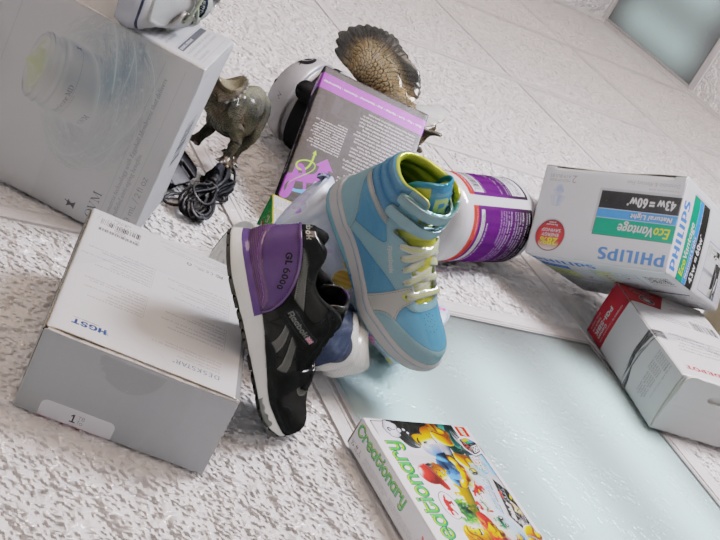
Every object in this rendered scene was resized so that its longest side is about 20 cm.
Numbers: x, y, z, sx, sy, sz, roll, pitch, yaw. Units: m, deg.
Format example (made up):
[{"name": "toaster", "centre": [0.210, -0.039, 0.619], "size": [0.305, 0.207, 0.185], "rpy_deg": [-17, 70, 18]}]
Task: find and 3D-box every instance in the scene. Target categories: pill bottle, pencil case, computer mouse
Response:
[{"name": "pill bottle", "centre": [0.148, -0.067, 1.491], "size": [0.199, 0.113, 0.112], "rpy_deg": [2, 36, -48]}, {"name": "pencil case", "centre": [0.000, 0.000, 1.165], "size": [0.200, 0.083, 0.091], "rpy_deg": [49, 10, -6]}, {"name": "computer mouse", "centre": [-0.230, -0.137, 1.278], "size": [0.199, 0.053, 0.139], "rpy_deg": [30, 25, -1]}]

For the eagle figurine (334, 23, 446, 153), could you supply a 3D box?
[{"name": "eagle figurine", "centre": [0.017, -0.245, 1.649], "size": [0.201, 0.150, 0.152], "rpy_deg": [55, 7, -11]}]

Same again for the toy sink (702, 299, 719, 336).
[{"name": "toy sink", "centre": [0.548, 0.123, 1.550], "size": [0.199, 0.131, 0.112], "rpy_deg": [23, 25, -17]}]

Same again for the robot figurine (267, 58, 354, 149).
[{"name": "robot figurine", "centre": [-0.029, -0.190, 1.513], "size": [0.200, 0.151, 0.125], "rpy_deg": [37, 49, 15]}]

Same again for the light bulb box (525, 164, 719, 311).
[{"name": "light bulb box", "centre": [0.350, -0.041, 1.502], "size": [0.197, 0.126, 0.200], "rpy_deg": [9, -10, 36]}]

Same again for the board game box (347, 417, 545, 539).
[{"name": "board game box", "centre": [0.084, 0.207, 0.982], "size": [0.126, 0.035, 0.200], "rpy_deg": [10, 31, -37]}]

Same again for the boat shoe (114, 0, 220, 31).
[{"name": "boat shoe", "centre": [-0.165, -0.256, 1.062], "size": [0.066, 0.074, 0.200], "rpy_deg": [25, 24, -5]}]

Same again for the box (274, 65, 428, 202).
[{"name": "box", "centre": [-0.013, -0.127, 1.381], "size": [0.142, 0.036, 0.201], "rpy_deg": [24, 64, -12]}]

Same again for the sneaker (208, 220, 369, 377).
[{"name": "sneaker", "centre": [-0.062, 0.038, 1.123], "size": [0.146, 0.081, 0.200], "rpy_deg": [41, -2, -30]}]

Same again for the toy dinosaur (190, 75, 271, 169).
[{"name": "toy dinosaur", "centre": [-0.135, -0.172, 1.316], "size": [0.077, 0.103, 0.200], "rpy_deg": [38, 10, 22]}]

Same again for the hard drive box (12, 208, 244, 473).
[{"name": "hard drive box", "centre": [-0.176, 0.051, 0.944], "size": [0.155, 0.077, 0.200], "rpy_deg": [24, 24, -13]}]

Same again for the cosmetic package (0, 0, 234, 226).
[{"name": "cosmetic package", "centre": [-0.261, -0.169, 1.124], "size": [0.199, 0.200, 0.123], "rpy_deg": [27, 24, -4]}]

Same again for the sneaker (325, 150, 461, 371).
[{"name": "sneaker", "centre": [0.051, -0.015, 1.062], "size": [0.079, 0.130, 0.201], "rpy_deg": [-19, 82, -46]}]

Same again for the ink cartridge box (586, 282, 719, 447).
[{"name": "ink cartridge box", "centre": [0.389, 0.118, 1.436], "size": [0.146, 0.083, 0.200], "rpy_deg": [18, 26, -23]}]

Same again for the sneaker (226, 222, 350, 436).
[{"name": "sneaker", "centre": [-0.048, 0.053, 0.937], "size": [0.087, 0.201, 0.076], "rpy_deg": [-8, 36, 1]}]

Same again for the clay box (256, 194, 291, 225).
[{"name": "clay box", "centre": [-0.015, -0.004, 1.265], "size": [0.199, 0.048, 0.115], "rpy_deg": [24, 25, -16]}]
